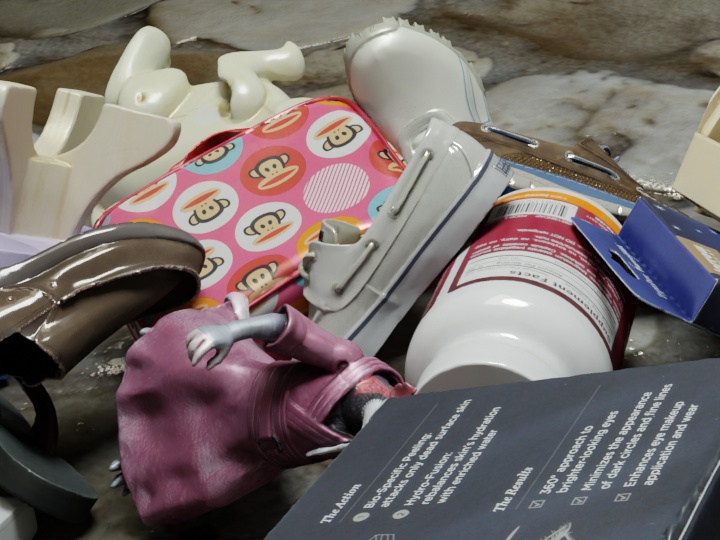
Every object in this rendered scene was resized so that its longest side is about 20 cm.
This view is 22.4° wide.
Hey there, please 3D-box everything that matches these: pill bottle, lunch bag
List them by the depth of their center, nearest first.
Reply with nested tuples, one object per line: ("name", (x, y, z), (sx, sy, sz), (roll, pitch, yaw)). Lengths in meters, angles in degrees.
("pill bottle", (0.088, 0.041, 0.998), (0.113, 0.113, 0.200), (1, 25, 16))
("lunch bag", (-0.065, -0.024, 1.136), (0.200, 0.082, 0.176), (-28, 48, -9))

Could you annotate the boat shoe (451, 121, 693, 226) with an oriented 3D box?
("boat shoe", (0.139, -0.045, 1.125), (0.200, 0.072, 0.073), (20, 49, -23))

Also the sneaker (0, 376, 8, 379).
("sneaker", (-0.282, 0.039, 1.148), (0.200, 0.076, 0.105), (-25, 30, -36))

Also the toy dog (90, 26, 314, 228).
("toy dog", (-0.086, -0.081, 1.292), (0.200, 0.140, 0.194), (7, 41, 29))

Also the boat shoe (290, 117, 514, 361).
("boat shoe", (0.000, 0.000, 1.036), (0.070, 0.200, 0.071), (38, 11, -4))

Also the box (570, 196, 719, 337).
("box", (0.218, 0.017, 0.988), (0.200, 0.032, 0.121), (22, 17, -20))

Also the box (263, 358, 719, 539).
("box", (0.070, 0.135, 0.741), (0.200, 0.118, 0.197), (-8, 20, 31))

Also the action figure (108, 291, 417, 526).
("action figure", (-0.033, 0.080, 0.939), (0.200, 0.134, 0.149), (-5, 9, 36))

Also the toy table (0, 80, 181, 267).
("toy table", (-0.217, -0.063, 1.193), (0.183, 0.117, 0.200), (13, 6, -2))

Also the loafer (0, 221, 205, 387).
("loafer", (-0.173, 0.033, 1.011), (0.200, 0.073, 0.071), (-18, 64, -23))

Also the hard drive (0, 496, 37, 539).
("hard drive", (-0.291, 0.152, 0.960), (0.200, 0.027, 0.132), (3, 26, 23))

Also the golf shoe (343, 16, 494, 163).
("golf shoe", (0.060, -0.070, 1.159), (0.078, 0.200, 0.097), (-32, 27, 13))

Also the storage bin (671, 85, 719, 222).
("storage bin", (0.310, -0.027, 1.016), (0.198, 0.094, 0.200), (15, 14, -27))

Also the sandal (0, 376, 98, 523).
("sandal", (-0.200, 0.080, 1.035), (0.075, 0.048, 0.200), (29, 2, -43))
